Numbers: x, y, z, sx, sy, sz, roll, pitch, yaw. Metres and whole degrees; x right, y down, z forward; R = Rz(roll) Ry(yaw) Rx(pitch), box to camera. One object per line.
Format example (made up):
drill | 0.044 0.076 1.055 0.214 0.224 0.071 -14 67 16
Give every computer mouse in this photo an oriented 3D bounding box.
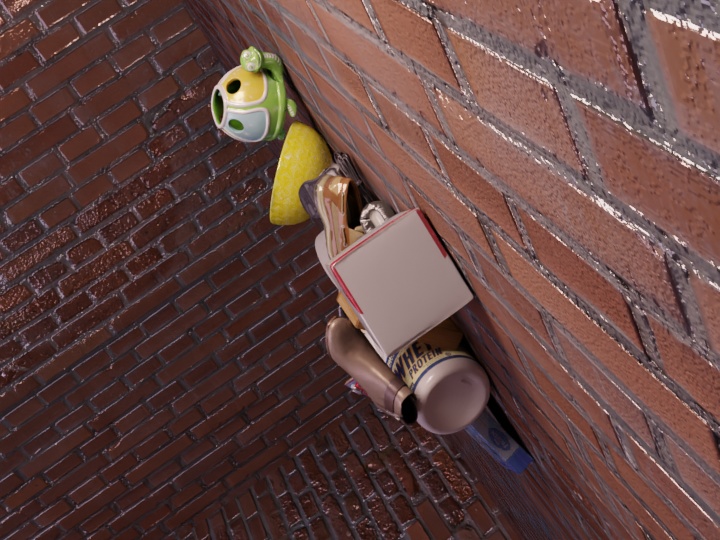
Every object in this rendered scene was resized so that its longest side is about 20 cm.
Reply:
computer mouse | -0.029 -0.122 1.637 0.142 0.046 0.199 57 148 0

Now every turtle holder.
turtle holder | -0.196 -0.313 1.715 0.185 0.130 0.144 -20 81 63

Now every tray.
tray | 0.066 0.076 1.558 0.197 0.038 0.099 15 -160 -29

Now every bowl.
bowl | -0.097 -0.175 1.784 0.106 0.204 0.200 14 173 2

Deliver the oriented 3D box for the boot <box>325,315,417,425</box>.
boot | 0.027 0.167 1.512 0.146 0.070 0.201 37 167 37

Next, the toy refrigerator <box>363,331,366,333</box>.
toy refrigerator | 0.024 0.055 1.970 0.076 0.069 0.203 62 -157 -57

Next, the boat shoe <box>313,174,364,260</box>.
boat shoe | -0.016 -0.064 1.559 0.073 0.076 0.203 -1 121 35

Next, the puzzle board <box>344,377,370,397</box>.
puzzle board | 0.048 0.242 1.784 0.149 0.018 0.200 27 166 -2

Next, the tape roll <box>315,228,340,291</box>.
tape roll | 0.007 -0.009 1.733 0.200 0.066 0.201 42 -160 -19

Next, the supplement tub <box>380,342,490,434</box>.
supplement tub | 0.125 0.175 1.645 0.146 0.144 0.200 59 176 -34

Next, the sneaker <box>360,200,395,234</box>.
sneaker | 0.071 -0.011 1.503 0.203 0.075 0.115 65 -173 14

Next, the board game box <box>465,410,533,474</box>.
board game box | 0.230 0.298 1.784 0.199 0.043 0.200 46 174 7

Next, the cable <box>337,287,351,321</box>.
cable | -0.033 0.007 2.015 0.202 0.050 0.165 -82 -19 -50

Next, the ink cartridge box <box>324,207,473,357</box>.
ink cartridge box | 0.047 0.013 1.307 0.147 0.143 0.200 56 176 -4

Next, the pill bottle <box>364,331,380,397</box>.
pill bottle | 0.052 0.167 1.849 0.114 0.111 0.201 55 156 21
